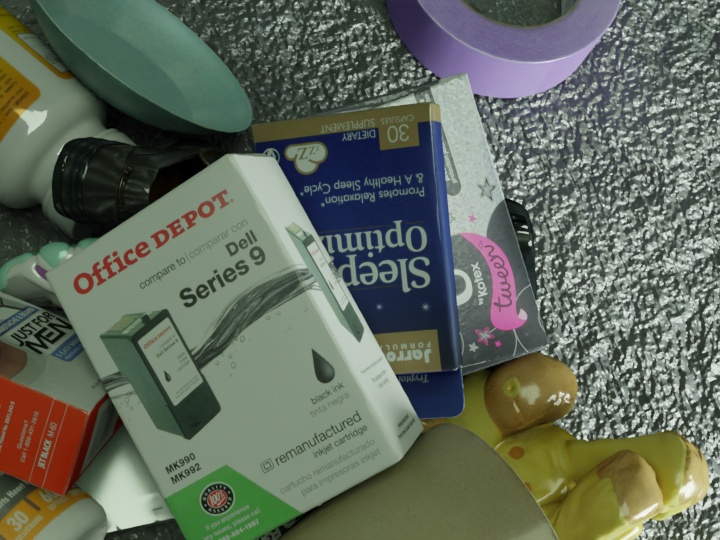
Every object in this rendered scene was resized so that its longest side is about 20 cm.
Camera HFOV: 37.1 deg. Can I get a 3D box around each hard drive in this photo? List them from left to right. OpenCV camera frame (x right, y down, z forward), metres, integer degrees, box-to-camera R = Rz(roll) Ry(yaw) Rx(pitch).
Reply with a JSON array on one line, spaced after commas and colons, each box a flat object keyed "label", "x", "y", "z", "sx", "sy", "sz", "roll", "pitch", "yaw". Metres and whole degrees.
[{"label": "hard drive", "x": -0.164, "y": 0.083, "z": 0.783, "sx": 0.131, "sy": 0.026, "sz": 0.202, "roll": -9, "pitch": 75, "yaw": -14}]

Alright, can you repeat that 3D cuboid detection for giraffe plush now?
[{"label": "giraffe plush", "x": 0.126, "y": 0.131, "z": 0.776, "sx": 0.199, "sy": 0.172, "sz": 0.163, "roll": -34, "pitch": 67, "yaw": 15}]

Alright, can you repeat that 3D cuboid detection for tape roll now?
[{"label": "tape roll", "x": 0.123, "y": -0.254, "z": 0.928, "sx": 0.198, "sy": 0.066, "sz": 0.202, "roll": 3, "pitch": 71, "yaw": -10}]

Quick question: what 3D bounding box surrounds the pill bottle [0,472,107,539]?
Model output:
[{"label": "pill bottle", "x": -0.272, "y": 0.145, "z": 0.690, "sx": 0.199, "sy": 0.117, "sz": 0.117, "roll": 34, "pitch": 69, "yaw": 9}]

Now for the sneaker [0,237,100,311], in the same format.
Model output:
[{"label": "sneaker", "x": -0.152, "y": 0.049, "z": 0.744, "sx": 0.198, "sy": 0.078, "sz": 0.141, "roll": -5, "pitch": 83, "yaw": -1}]

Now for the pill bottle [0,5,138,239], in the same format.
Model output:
[{"label": "pill bottle", "x": -0.257, "y": -0.117, "z": 0.783, "sx": 0.200, "sy": 0.111, "sz": 0.111, "roll": 40, "pitch": 69, "yaw": 3}]

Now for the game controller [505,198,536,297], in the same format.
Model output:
[{"label": "game controller", "x": 0.045, "y": -0.007, "z": 0.852, "sx": 0.198, "sy": 0.042, "sz": 0.105, "roll": 0, "pitch": 87, "yaw": -10}]

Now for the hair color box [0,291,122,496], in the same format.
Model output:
[{"label": "hair color box", "x": -0.248, "y": 0.055, "z": 0.669, "sx": 0.198, "sy": 0.111, "sz": 0.064, "roll": 21, "pitch": 106, "yaw": 0}]

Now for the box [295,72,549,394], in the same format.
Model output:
[{"label": "box", "x": 0.036, "y": -0.022, "z": 0.772, "sx": 0.131, "sy": 0.115, "sz": 0.202, "roll": -17, "pitch": 91, "yaw": -11}]

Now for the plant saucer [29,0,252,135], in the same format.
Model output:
[{"label": "plant saucer", "x": -0.171, "y": -0.159, "z": 0.803, "sx": 0.201, "sy": 0.201, "sz": 0.039, "roll": 43, "pitch": 111, "yaw": 4}]

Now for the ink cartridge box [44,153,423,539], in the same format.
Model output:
[{"label": "ink cartridge box", "x": -0.076, "y": 0.050, "z": 0.651, "sx": 0.145, "sy": 0.084, "sz": 0.201, "roll": -31, "pitch": 87, "yaw": 13}]

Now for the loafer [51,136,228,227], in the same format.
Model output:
[{"label": "loafer", "x": -0.126, "y": -0.054, "z": 0.757, "sx": 0.072, "sy": 0.200, "sz": 0.074, "roll": 14, "pitch": 103, "yaw": 24}]

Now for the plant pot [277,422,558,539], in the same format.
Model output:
[{"label": "plant pot", "x": -0.001, "y": 0.213, "z": 0.622, "sx": 0.199, "sy": 0.187, "sz": 0.189, "roll": -20, "pitch": 77, "yaw": -21}]

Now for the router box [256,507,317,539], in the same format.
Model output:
[{"label": "router box", "x": -0.069, "y": 0.266, "z": 0.723, "sx": 0.200, "sy": 0.062, "sz": 0.150, "roll": -40, "pitch": 85, "yaw": -20}]

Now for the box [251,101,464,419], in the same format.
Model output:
[{"label": "box", "x": 0.000, "y": 0.000, "z": 0.690, "sx": 0.120, "sy": 0.032, "sz": 0.202, "roll": -5, "pitch": 94, "yaw": 14}]
